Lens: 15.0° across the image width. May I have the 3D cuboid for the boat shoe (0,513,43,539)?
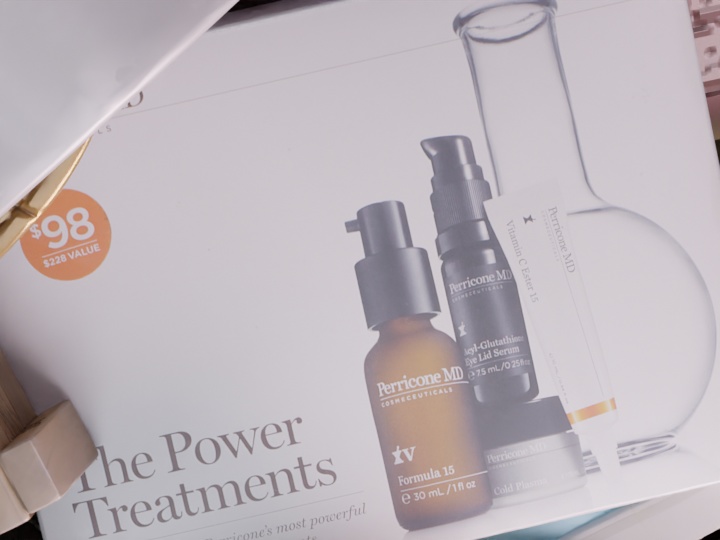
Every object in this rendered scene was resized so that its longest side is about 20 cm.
[{"bbox_3d":[-0.136,0.149,0.865,0.072,0.060,0.202,7,126,-16],"label":"boat shoe"}]

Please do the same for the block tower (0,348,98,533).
[{"bbox_3d":[-0.169,0.074,0.707,0.199,0.054,0.058,-27,97,9],"label":"block tower"}]

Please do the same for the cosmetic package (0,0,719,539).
[{"bbox_3d":[0.000,0.000,0.741,0.199,0.052,0.152,-13,98,0],"label":"cosmetic package"}]

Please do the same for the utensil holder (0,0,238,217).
[{"bbox_3d":[-0.115,-0.110,0.553,0.170,0.170,0.200,-40,99,20],"label":"utensil holder"}]

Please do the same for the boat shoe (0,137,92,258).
[{"bbox_3d":[-0.083,-0.071,0.678,0.071,0.069,0.200,34,101,-7],"label":"boat shoe"}]

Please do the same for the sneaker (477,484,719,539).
[{"bbox_3d":[0.042,0.064,0.840,0.200,0.074,0.082,-32,92,23],"label":"sneaker"}]
